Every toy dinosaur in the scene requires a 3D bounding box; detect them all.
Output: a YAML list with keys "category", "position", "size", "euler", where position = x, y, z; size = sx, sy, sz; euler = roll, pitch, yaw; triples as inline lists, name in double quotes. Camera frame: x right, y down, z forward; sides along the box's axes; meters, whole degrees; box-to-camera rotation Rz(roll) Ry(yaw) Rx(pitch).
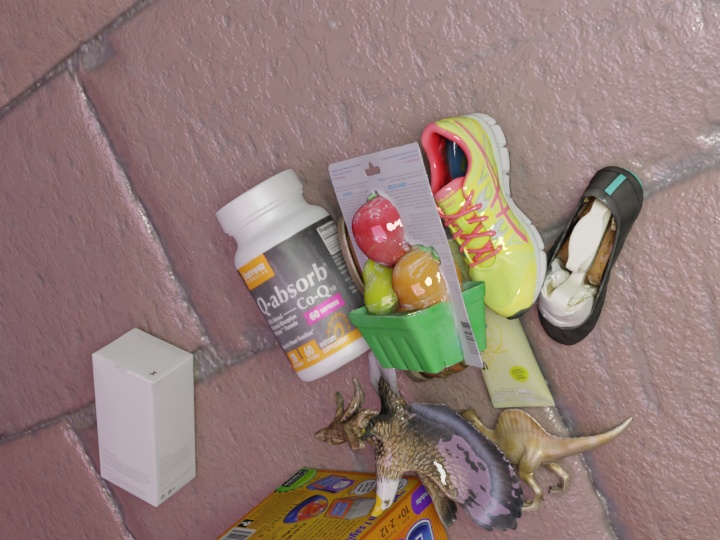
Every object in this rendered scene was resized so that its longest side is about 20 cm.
- category: "toy dinosaur"
  position: [0.177, 0.186, 1.202]
  size: [0.199, 0.058, 0.102]
  euler: [2, 112, 38]

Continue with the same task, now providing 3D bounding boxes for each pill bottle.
- category: "pill bottle"
  position: [-0.061, 0.004, 1.240]
  size: [0.116, 0.116, 0.201]
  euler: [-30, 92, 43]

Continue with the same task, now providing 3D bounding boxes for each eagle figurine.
- category: "eagle figurine"
  position: [0.057, 0.189, 1.224]
  size: [0.199, 0.152, 0.151]
  euler: [20, 122, -19]

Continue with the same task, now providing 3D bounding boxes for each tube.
- category: "tube"
  position: [0.129, 0.049, 1.178]
  size: [0.058, 0.052, 0.201]
  euler: [-123, 11, -74]

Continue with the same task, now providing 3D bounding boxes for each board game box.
- category: "board game box"
  position: [-0.026, 0.366, 1.356]
  size: [0.199, 0.200, 0.201]
  euler: [-4, 110, 40]

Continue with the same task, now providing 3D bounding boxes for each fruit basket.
- category: "fruit basket"
  position: [0.044, -0.011, 1.083]
  size: [0.185, 0.093, 0.202]
  euler: [-5, 99, 64]

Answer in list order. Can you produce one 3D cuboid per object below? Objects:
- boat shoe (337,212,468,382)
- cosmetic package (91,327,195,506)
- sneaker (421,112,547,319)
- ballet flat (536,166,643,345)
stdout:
- category: "boat shoe"
  position: [0.050, 0.018, 1.199]
  size: [0.068, 0.072, 0.201]
  euler: [-16, 114, 37]
- category: "cosmetic package"
  position: [-0.279, 0.191, 1.546]
  size: [0.107, 0.085, 0.201]
  euler: [22, 124, 27]
- category: "sneaker"
  position: [0.101, -0.049, 1.079]
  size: [0.078, 0.090, 0.201]
  euler: [-31, 69, 37]
- category: "ballet flat"
  position: [0.195, -0.004, 1.083]
  size: [0.068, 0.068, 0.201]
  euler: [29, 127, 22]
